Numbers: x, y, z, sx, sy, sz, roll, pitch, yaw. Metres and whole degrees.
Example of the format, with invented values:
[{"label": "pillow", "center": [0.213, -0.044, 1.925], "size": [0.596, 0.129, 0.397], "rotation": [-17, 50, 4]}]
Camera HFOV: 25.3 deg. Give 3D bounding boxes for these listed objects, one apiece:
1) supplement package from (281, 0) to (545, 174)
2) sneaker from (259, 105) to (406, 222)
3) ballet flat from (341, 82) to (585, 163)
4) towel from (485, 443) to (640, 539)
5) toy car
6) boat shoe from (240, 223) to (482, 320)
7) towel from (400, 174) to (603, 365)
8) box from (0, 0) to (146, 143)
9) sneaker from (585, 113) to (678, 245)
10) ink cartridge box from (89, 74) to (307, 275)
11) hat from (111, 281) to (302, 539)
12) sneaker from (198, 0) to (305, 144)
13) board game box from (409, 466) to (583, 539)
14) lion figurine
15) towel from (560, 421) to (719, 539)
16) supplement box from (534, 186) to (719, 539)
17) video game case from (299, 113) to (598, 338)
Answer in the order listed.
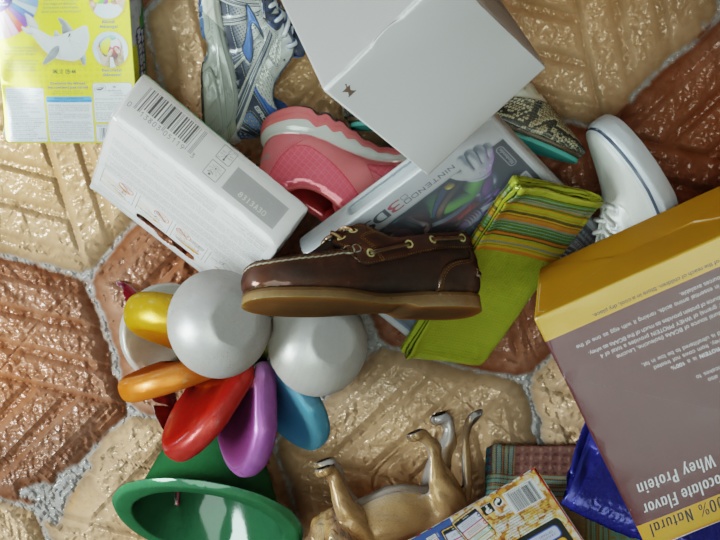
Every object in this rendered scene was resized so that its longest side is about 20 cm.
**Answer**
[{"label": "supplement package", "center": [0.028, -0.191, 1.179], "size": [0.121, 0.200, 0.120], "rotation": [-41, 128, 15]}, {"label": "sneaker", "center": [0.009, -0.057, 1.278], "size": [0.199, 0.087, 0.074], "rotation": [17, 150, -9]}, {"label": "ballet flat", "center": [0.086, -0.137, 1.281], "size": [0.199, 0.068, 0.076], "rotation": [9, 88, 4]}, {"label": "towel", "center": [0.176, 0.239, 1.337], "size": [0.146, 0.201, 0.022], "rotation": [-1, 152, 4]}, {"label": "toy car", "center": [-0.098, 0.087, 1.275], "size": [0.199, 0.175, 0.151], "rotation": [12, 78, -24]}, {"label": "boat shoe", "center": [0.000, 0.000, 1.203], "size": [0.199, 0.070, 0.071], "rotation": [2, 77, -31]}, {"label": "towel", "center": [0.112, 0.006, 1.288], "size": [0.086, 0.018, 0.200], "rotation": [10, 131, -27]}, {"label": "box", "center": [-0.236, -0.205, 1.294], "size": [0.117, 0.048, 0.201], "rotation": [1, 110, 5]}, {"label": "sneaker", "center": [0.216, -0.026, 1.281], "size": [0.071, 0.073, 0.201], "rotation": [-30, 110, -13]}, {"label": "ink cartridge box", "center": [-0.133, -0.060, 1.273], "size": [0.161, 0.200, 0.050], "rotation": [39, 73, -3]}, {"label": "hat", "center": [-0.124, 0.137, 1.401], "size": [0.165, 0.177, 0.200], "rotation": [1, 149, 12]}, {"label": "sneaker", "center": [-0.087, -0.199, 1.277], "size": [0.085, 0.077, 0.201], "rotation": [-2, 115, -5]}, {"label": "board game box", "center": [0.130, 0.279, 1.280], "size": [0.151, 0.046, 0.200], "rotation": [-27, 61, -10]}, {"label": "lion figurine", "center": [0.030, 0.203, 1.353], "size": [0.199, 0.072, 0.123], "rotation": [-21, 93, -6]}, {"label": "towel", "center": [0.277, 0.170, 1.338], "size": [0.199, 0.050, 0.148], "rotation": [25, 75, -1]}, {"label": "supplement box", "center": [0.261, 0.064, 1.203], "size": [0.197, 0.133, 0.201], "rotation": [-25, 101, 14]}, {"label": "video game case", "center": [0.078, -0.025, 1.275], "size": [0.182, 0.023, 0.200], "rotation": [-36, 138, 14]}]
